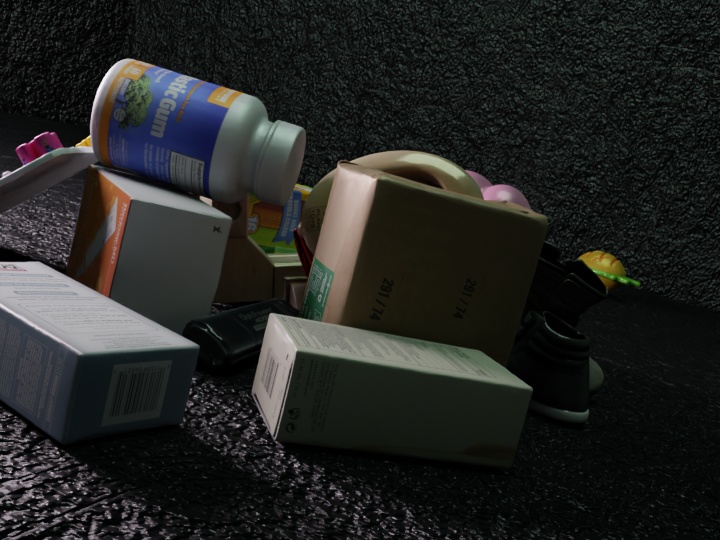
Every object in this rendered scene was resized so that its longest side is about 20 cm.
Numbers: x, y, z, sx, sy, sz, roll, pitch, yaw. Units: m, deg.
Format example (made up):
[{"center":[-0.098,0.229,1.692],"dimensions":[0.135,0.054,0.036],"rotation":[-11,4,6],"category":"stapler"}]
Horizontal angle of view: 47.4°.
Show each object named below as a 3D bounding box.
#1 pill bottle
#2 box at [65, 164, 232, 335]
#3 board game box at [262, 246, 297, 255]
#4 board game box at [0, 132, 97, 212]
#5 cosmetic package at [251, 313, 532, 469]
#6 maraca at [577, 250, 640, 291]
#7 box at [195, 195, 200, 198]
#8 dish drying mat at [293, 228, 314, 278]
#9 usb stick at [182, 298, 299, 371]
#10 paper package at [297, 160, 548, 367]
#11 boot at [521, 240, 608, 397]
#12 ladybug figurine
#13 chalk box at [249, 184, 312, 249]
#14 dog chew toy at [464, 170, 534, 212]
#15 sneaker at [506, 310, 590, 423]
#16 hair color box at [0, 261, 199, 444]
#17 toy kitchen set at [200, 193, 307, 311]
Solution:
[{"center":[-0.160,-0.134,0.834],"dimensions":[0.197,0.114,0.112],"rotation":[17,9,5],"category":"pill bottle"},{"center":[-0.215,-0.020,0.805],"dimensions":[0.096,0.126,0.199],"rotation":[11,9,-31],"category":"box"},{"center":[-0.057,0.002,1.140],"dimensions":[0.198,0.030,0.134],"rotation":[10,-10,-29],"category":"board game box"},{"center":[-0.368,-0.088,0.847],"dimensions":[0.198,0.026,0.200],"rotation":[-27,9,3],"category":"board game box"},{"center":[0.022,0.096,0.650],"dimensions":[0.197,0.072,0.105],"rotation":[12,8,-19],"category":"cosmetic package"},{"center":[0.657,0.009,2.197],"dimensions":[0.136,0.108,0.199],"rotation":[7,12,-32],"category":"maraca"},{"center":[-0.209,-0.102,1.093],"dimensions":[0.049,0.203,0.198],"rotation":[14,9,-17],"category":"box"},{"center":[0.000,0.000,0.946],"dimensions":[0.199,0.018,0.078],"rotation":[10,52,-52],"category":"dish drying mat"},{"center":[-0.105,0.058,0.787],"dimensions":[0.055,0.033,0.200],"rotation":[38,14,11],"category":"usb stick"},{"center":[0.050,0.019,0.756],"dimensions":[0.188,0.203,0.103],"rotation":[12,9,-22],"category":"paper package"},{"center":[0.227,0.059,0.906],"dimensions":[0.199,0.131,0.068],"rotation":[34,39,-16],"category":"boot"},{"center":[0.032,-0.054,0.869],"dimensions":[0.197,0.138,0.072],"rotation":[-3,-10,6],"category":"ladybug figurine"},{"center":[-0.117,-0.069,1.248],"dimensions":[0.198,0.127,0.124],"rotation":[9,10,-29],"category":"chalk box"},{"center":[0.108,-0.063,0.954],"dimensions":[0.198,0.126,0.124],"rotation":[7,2,35],"category":"dog chew toy"},{"center":[0.157,0.083,0.877],"dimensions":[0.198,0.101,0.070],"rotation":[17,10,29],"category":"sneaker"},{"center":[-0.220,0.048,0.577],"dimensions":[0.198,0.061,0.099],"rotation":[21,10,33],"category":"hair color box"},{"center":[-0.075,-0.046,0.945],"dimensions":[0.197,0.183,0.163],"rotation":[-2,15,-21],"category":"toy kitchen set"}]
